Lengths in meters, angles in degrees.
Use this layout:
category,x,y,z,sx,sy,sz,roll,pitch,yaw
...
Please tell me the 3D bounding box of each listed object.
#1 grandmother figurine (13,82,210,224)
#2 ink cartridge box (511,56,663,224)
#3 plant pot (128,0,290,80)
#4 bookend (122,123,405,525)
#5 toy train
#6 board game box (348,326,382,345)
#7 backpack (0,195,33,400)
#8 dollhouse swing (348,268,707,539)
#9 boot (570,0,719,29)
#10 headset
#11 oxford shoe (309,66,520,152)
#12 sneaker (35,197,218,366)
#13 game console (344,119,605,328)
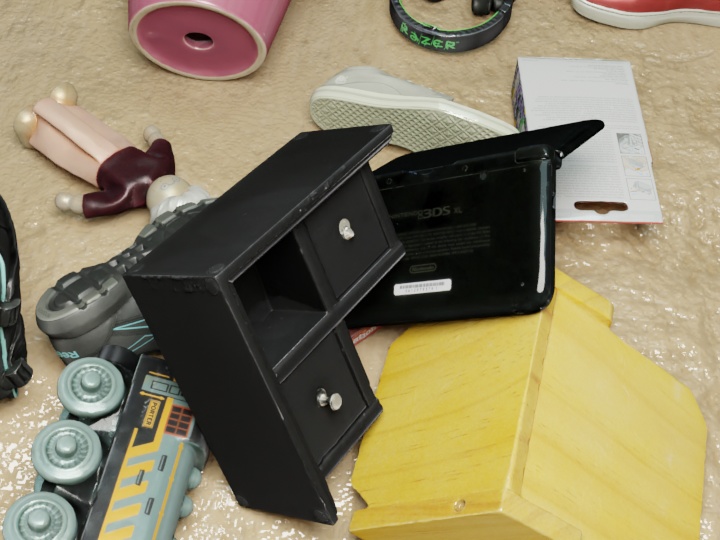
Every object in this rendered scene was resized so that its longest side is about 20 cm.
category,x,y,z,sx,sy,sz,roll,pitch,yaw
grandmother figurine,-0.210,-0.088,0.943,0.200,0.061,0.121,31,65,23
ink cartridge box,0.199,-0.106,0.983,0.108,0.050,0.201,2,53,-2
plant pot,-0.138,-0.288,1.030,0.199,0.200,0.180,6,67,2
bookend,-0.033,0.033,0.774,0.092,0.201,0.199,1,33,40
toy train,-0.167,0.144,0.751,0.113,0.085,0.201,14,53,-4
board game box,0.000,0.000,0.908,0.200,0.019,0.103,-33,61,-25
backpack,-0.327,-0.010,0.801,0.153,0.176,0.201,-9,49,-15
dollhouse swing,0.127,0.135,0.800,0.181,0.176,0.201,-18,40,38
boot,0.314,-0.316,1.093,0.199,0.145,0.073,-1,53,-2
headset,0.106,-0.310,1.109,0.123,0.094,0.200,21,60,13
oxford shoe,0.053,-0.142,0.989,0.199,0.075,0.058,15,54,15
sneaker,-0.155,0.011,0.856,0.200,0.080,0.075,-33,34,-23
game console,0.081,-0.038,0.859,0.199,0.116,0.177,-7,73,35
